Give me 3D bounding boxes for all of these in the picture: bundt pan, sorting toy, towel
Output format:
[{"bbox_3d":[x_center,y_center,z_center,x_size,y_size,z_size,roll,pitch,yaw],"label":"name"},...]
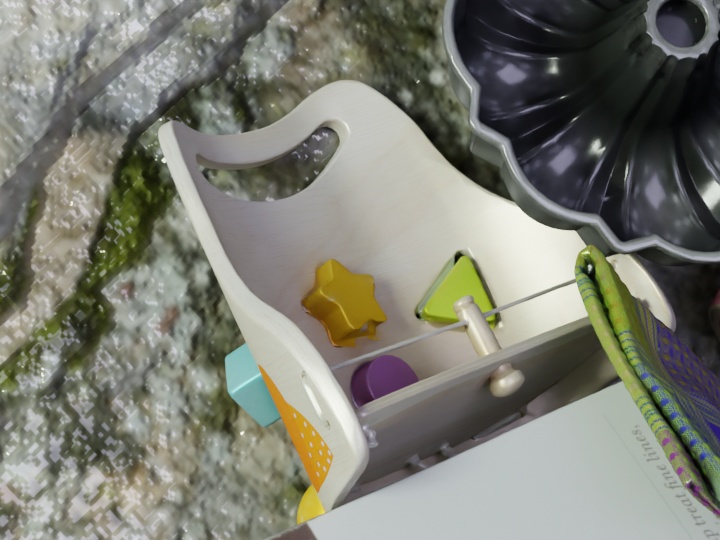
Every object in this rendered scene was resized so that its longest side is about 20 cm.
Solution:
[{"bbox_3d":[0.125,-0.092,0.936,0.200,0.076,0.204,2,76,-9],"label":"bundt pan"},{"bbox_3d":[0.000,0.000,0.935,0.199,0.107,0.181,-18,69,-43],"label":"sorting toy"},{"bbox_3d":[0.164,0.080,0.899,0.023,0.144,0.200,-40,130,14],"label":"towel"}]

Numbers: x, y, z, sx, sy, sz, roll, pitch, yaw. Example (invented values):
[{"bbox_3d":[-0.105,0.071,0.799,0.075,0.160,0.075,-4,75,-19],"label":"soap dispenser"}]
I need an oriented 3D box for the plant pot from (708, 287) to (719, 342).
[{"bbox_3d":[0.262,-0.002,0.995,0.179,0.200,0.200,-45,96,-8],"label":"plant pot"}]

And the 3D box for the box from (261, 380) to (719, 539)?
[{"bbox_3d":[0.071,0.181,0.863,0.199,0.131,0.200,-21,60,-24],"label":"box"}]
